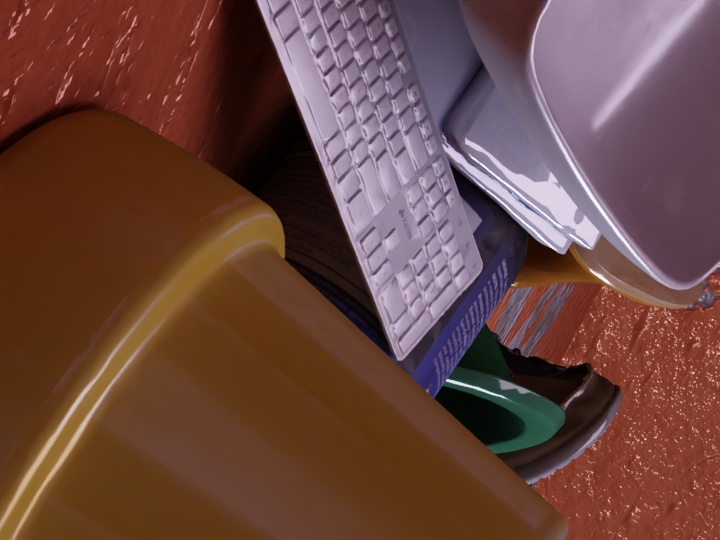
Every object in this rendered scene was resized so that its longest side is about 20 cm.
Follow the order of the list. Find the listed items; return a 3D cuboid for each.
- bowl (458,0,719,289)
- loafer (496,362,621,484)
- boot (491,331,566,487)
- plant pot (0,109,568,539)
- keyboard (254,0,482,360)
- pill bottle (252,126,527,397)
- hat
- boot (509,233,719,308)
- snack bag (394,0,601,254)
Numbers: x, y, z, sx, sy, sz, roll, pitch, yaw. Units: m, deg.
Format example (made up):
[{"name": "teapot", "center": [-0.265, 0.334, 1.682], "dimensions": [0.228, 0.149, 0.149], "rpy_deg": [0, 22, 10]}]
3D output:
[{"name": "bowl", "center": [0.120, -0.117, 0.761], "dimensions": [0.200, 0.075, 0.200], "rpy_deg": [-51, 142, -8]}, {"name": "loafer", "center": [0.041, 0.083, 1.124], "dimensions": [0.200, 0.070, 0.075], "rpy_deg": [-17, -167, 14]}, {"name": "boot", "center": [0.069, 0.043, 1.236], "dimensions": [0.200, 0.150, 0.073], "rpy_deg": [-51, 168, -45]}, {"name": "plant pot", "center": [-0.050, 0.082, 0.627], "dimensions": [0.201, 0.189, 0.201], "rpy_deg": [-56, 171, -14]}, {"name": "keyboard", "center": [0.003, -0.052, 0.743], "dimensions": [0.056, 0.011, 0.200], "rpy_deg": [-52, 140, -30]}, {"name": "pill bottle", "center": [0.000, 0.000, 0.862], "dimensions": [0.200, 0.112, 0.112], "rpy_deg": [-53, 169, -29]}, {"name": "hat", "center": [0.018, -0.009, 1.041], "dimensions": [0.200, 0.166, 0.176], "rpy_deg": [-17, -120, 52]}, {"name": "boot", "center": [0.098, -0.013, 0.983], "dimensions": [0.201, 0.144, 0.071], "rpy_deg": [-2, 86, -56]}, {"name": "snack bag", "center": [0.078, -0.125, 0.799], "dimensions": [0.200, 0.021, 0.189], "rpy_deg": [36, 85, -43]}]
